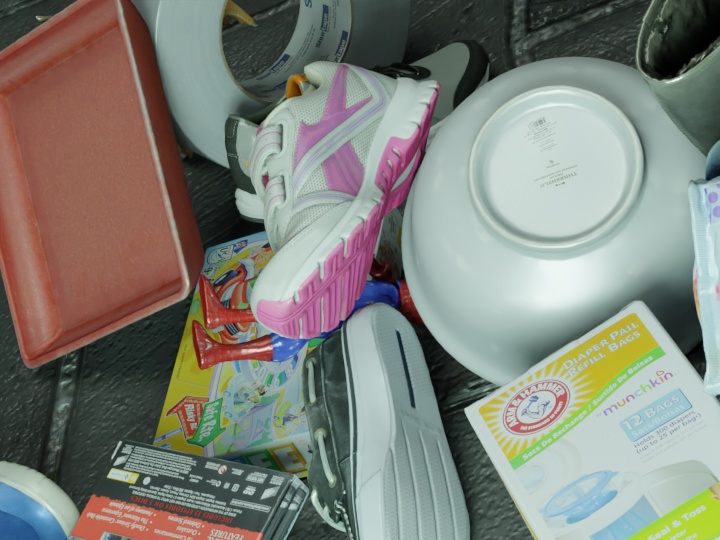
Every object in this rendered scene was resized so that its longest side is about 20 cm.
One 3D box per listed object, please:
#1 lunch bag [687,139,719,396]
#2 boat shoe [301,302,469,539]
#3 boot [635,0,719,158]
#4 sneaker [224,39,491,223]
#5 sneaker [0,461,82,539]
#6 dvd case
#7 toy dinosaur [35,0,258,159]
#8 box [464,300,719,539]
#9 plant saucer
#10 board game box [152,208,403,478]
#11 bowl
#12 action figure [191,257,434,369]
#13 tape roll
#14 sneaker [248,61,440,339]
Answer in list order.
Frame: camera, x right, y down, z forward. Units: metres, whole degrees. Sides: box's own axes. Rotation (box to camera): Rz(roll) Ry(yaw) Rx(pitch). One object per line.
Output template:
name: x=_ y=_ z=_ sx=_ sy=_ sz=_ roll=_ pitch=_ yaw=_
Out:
lunch bag: x=0.248 y=-0.010 z=1.232 sx=0.168 sy=0.128 sz=0.200 roll=-5 pitch=2 yaw=13
boat shoe: x=0.008 y=0.113 z=1.367 sx=0.071 sy=0.072 sz=0.201 roll=-35 pitch=40 yaw=29
boot: x=0.224 y=-0.118 z=1.315 sx=0.072 sy=0.200 sz=0.183 roll=16 pitch=67 yaw=40
sneaker: x=0.000 y=-0.104 z=1.624 sx=0.199 sy=0.080 sz=0.074 roll=-29 pitch=25 yaw=-22
sneaker: x=-0.256 y=0.177 z=1.493 sx=0.199 sy=0.077 sz=0.111 roll=-6 pitch=36 yaw=40
dvd case: x=-0.126 y=0.192 z=1.392 sx=0.145 sy=0.022 sz=0.201 roll=6 pitch=59 yaw=42
toy dinosaur: x=-0.126 y=-0.143 z=1.696 sx=0.060 sy=0.200 sz=0.106 roll=28 pitch=73 yaw=33
box: x=0.144 y=0.123 z=1.217 sx=0.112 sy=0.102 sz=0.200 roll=-31 pitch=34 yaw=1
plant saucer: x=-0.174 y=-0.058 z=1.610 sx=0.037 sy=0.202 sz=0.199 roll=-9 pitch=-9 yaw=-40
board game box: x=-0.047 y=0.047 z=1.528 sx=0.134 sy=0.034 sz=0.201 roll=-16 pitch=37 yaw=23
bowl: x=0.112 y=-0.039 z=1.378 sx=0.199 sy=0.090 sz=0.203 roll=-4 pitch=68 yaw=10
action figure: x=0.000 y=0.000 z=1.462 sx=0.198 sy=0.065 sz=0.100 roll=-2 pitch=54 yaw=-14
tape roll: x=-0.065 y=-0.167 z=1.661 sx=0.200 sy=0.201 sz=0.066 roll=-44 pitch=35 yaw=-17
sneaker: x=-0.026 y=-0.042 z=1.407 sx=0.088 sy=0.082 sz=0.201 roll=20 pitch=45 yaw=7
